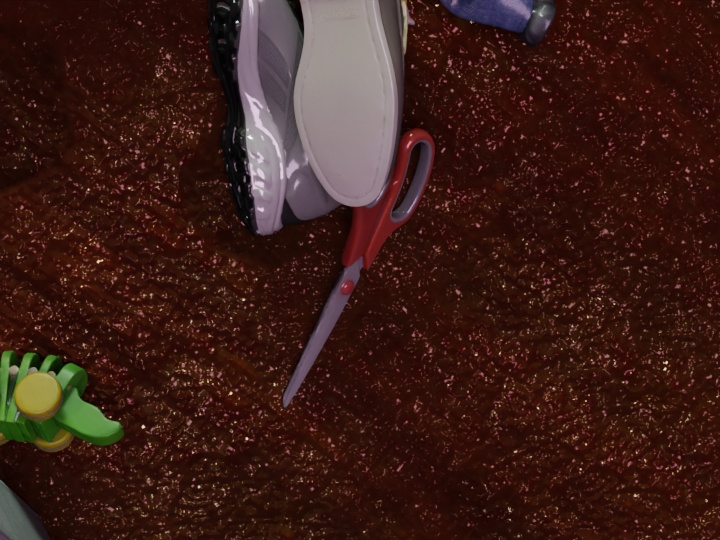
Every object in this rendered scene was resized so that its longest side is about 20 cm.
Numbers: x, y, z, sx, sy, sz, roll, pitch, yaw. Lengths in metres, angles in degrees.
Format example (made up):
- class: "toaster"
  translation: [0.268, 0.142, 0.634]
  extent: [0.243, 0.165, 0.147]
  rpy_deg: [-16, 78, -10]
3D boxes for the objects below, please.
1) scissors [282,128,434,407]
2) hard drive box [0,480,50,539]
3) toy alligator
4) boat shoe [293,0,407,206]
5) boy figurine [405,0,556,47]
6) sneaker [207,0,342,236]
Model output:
- class: "scissors"
  translation: [0.000, 0.000, 1.316]
  extent: [0.073, 0.014, 0.201]
  rpy_deg: [-6, 119, -46]
- class: "hard drive box"
  translation: [-0.282, 0.184, 1.213]
  extent: [0.155, 0.200, 0.077]
  rpy_deg: [-32, 59, -4]
- class: "toy alligator"
  translation: [-0.245, 0.076, 1.282]
  extent: [0.198, 0.059, 0.055]
  rpy_deg: [5, 61, 8]
- class: "boat shoe"
  translation: [-0.003, -0.142, 1.227]
  extent: [0.072, 0.060, 0.203]
  rpy_deg: [2, 108, 27]
- class: "boy figurine"
  translation: [0.037, -0.211, 1.275]
  extent: [0.199, 0.064, 0.125]
  rpy_deg: [23, 94, -9]
- class: "sneaker"
  translation: [-0.051, -0.126, 1.276]
  extent: [0.079, 0.074, 0.202]
  rpy_deg: [-10, 104, -15]
